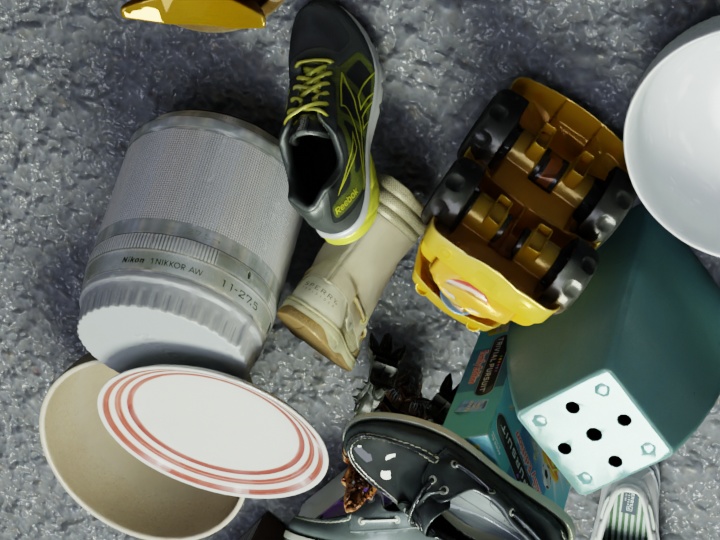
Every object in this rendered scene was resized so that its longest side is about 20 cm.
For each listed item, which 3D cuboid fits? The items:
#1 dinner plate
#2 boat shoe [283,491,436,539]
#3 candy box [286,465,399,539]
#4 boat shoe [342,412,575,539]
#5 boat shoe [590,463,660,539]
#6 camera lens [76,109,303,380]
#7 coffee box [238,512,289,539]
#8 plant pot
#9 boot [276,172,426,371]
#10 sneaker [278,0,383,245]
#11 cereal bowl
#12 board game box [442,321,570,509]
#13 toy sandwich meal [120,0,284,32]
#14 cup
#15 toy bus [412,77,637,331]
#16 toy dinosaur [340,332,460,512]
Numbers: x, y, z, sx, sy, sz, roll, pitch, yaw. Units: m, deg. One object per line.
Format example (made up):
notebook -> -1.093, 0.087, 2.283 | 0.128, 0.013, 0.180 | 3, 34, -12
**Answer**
dinner plate -> -0.121, 0.130, 1.359 | 0.199, 0.024, 0.201 | 11, 143, 8
boat shoe -> 0.025, 0.232, 1.477 | 0.199, 0.073, 0.062 | 3, 77, 26
candy box -> 0.058, 0.264, 1.552 | 0.200, 0.072, 0.168 | 42, 124, -8
boat shoe -> 0.070, 0.180, 1.256 | 0.199, 0.066, 0.075 | 33, 125, -3
boat shoe -> 0.237, 0.256, 1.489 | 0.073, 0.067, 0.201 | 2, 121, 18
camera lens -> -0.137, -0.019, 1.353 | 0.159, 0.201, 0.160 | 11, 151, 6
coffee box -> -0.117, 0.354, 1.661 | 0.114, 0.080, 0.200 | 39, 124, -8
plant pot -> 0.204, 0.073, 1.309 | 0.141, 0.200, 0.141 | -31, 107, 30
boot -> 0.000, 0.000, 1.399 | 0.073, 0.200, 0.156 | 32, 84, 11
sneaker -> -0.025, -0.125, 1.290 | 0.074, 0.085, 0.201 | -12, 76, 20
cereal bowl -> 0.303, -0.109, 1.235 | 0.199, 0.083, 0.201 | 9, 122, 14
board game box -> 0.131, 0.143, 1.376 | 0.047, 0.200, 0.152 | -11, 117, 24
toy sandwich meal -> -0.129, -0.267, 1.292 | 0.204, 0.070, 0.206 | 9, 122, 14
cup -> -0.175, 0.127, 1.504 | 0.199, 0.143, 0.201 | 8, 122, 13
toy bus -> 0.103, -0.022, 1.292 | 0.135, 0.200, 0.192 | 36, 139, -3
toy dinosaur -> 0.028, 0.142, 1.407 | 0.102, 0.201, 0.136 | 18, 125, -16
